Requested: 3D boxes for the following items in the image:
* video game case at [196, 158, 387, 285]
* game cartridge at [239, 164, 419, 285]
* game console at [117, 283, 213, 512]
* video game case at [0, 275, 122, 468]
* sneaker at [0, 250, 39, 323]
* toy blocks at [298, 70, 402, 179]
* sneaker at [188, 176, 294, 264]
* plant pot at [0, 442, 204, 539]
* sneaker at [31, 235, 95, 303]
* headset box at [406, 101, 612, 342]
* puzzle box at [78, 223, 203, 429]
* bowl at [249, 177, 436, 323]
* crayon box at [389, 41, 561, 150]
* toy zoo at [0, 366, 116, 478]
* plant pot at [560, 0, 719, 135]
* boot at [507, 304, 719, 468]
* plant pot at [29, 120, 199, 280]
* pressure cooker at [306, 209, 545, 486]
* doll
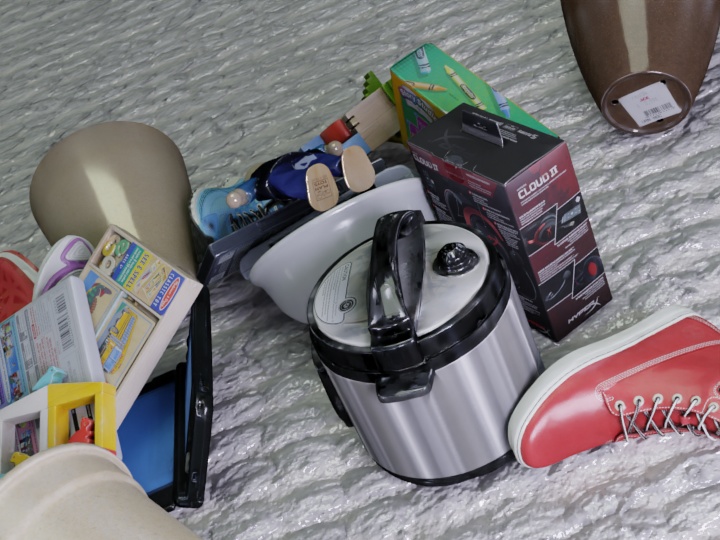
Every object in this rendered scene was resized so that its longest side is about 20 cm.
[{"bbox_3d":[-0.074,-0.048,1.238,0.200,0.019,0.143,-29,-5,-17],"label":"video game case"},{"bbox_3d":[-0.023,-0.046,1.238,0.200,0.041,0.133,-30,-9,8],"label":"game cartridge"},{"bbox_3d":[-0.202,0.130,1.113,0.116,0.176,0.200,3,33,-11],"label":"game console"},{"bbox_3d":[-0.318,0.131,1.140,0.182,0.022,0.200,-32,59,19],"label":"video game case"},{"bbox_3d":[-0.414,0.048,1.386,0.115,0.078,0.200,-41,36,-25],"label":"sneaker"},{"bbox_3d":[-0.010,-0.150,1.357,0.137,0.100,0.200,-38,5,-10],"label":"toy blocks"},{"bbox_3d":[-0.127,-0.065,1.330,0.090,0.079,0.200,-1,20,18],"label":"sneaker"},{"bbox_3d":[-0.174,0.252,0.877,0.183,0.201,0.200,17,51,31],"label":"plant pot"},{"bbox_3d":[-0.329,0.060,1.247,0.100,0.075,0.200,8,86,51],"label":"sneaker"},{"bbox_3d":[0.132,-0.054,1.076,0.075,0.200,0.149,-36,35,-17],"label":"headset box"},{"bbox_3d":[-0.248,0.068,1.148,0.133,0.025,0.200,31,90,37],"label":"puzzle box"},{"bbox_3d":[0.000,0.000,1.147,0.201,0.090,0.201,-26,-11,-5],"label":"bowl"},{"bbox_3d":[0.117,-0.131,1.211,0.058,0.119,0.200,-36,55,-16],"label":"crayon box"},{"bbox_3d":[-0.275,0.181,1.065,0.131,0.020,0.200,-16,64,24],"label":"toy zoo"},{"bbox_3d":[0.306,-0.250,1.283,0.187,0.187,0.200,-9,51,21],"label":"plant pot"},{"bbox_3d":[0.224,0.112,0.913,0.200,0.073,0.144,-29,35,-14],"label":"boot"},{"bbox_3d":[-0.257,-0.035,1.333,0.187,0.187,0.200,-27,47,-5],"label":"plant pot"},{"bbox_3d":[0.052,0.053,0.980,0.179,0.200,0.176,-39,37,-20],"label":"pressure cooker"},{"bbox_3d":[-0.067,-0.089,1.148,0.136,0.049,0.200,-28,16,-21],"label":"doll"}]
